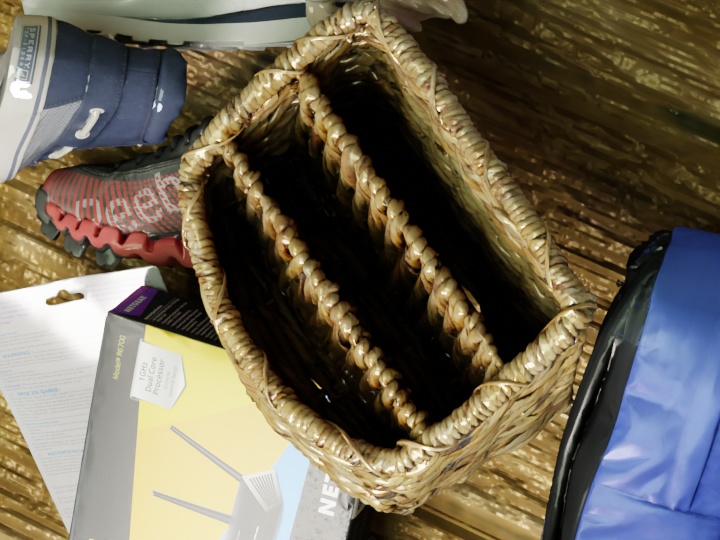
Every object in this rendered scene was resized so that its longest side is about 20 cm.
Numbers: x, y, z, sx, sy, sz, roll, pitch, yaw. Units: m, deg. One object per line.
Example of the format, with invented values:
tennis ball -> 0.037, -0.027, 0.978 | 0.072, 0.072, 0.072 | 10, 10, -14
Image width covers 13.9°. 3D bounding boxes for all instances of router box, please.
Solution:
router box -> -0.070, 0.124, 1.521 | 0.149, 0.051, 0.200 | 17, 114, 14

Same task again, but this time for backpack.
backpack -> 0.178, 0.085, 1.402 | 0.168, 0.163, 0.200 | 11, 102, 2

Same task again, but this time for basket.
basket -> 0.000, 0.000, 1.390 | 0.143, 0.149, 0.200 | -30, 73, -10

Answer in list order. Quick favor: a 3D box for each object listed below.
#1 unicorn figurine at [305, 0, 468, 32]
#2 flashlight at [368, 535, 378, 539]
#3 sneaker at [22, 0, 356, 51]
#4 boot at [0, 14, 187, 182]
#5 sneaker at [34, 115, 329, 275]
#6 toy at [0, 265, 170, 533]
unicorn figurine -> -0.025, -0.201, 1.422 | 0.137, 0.074, 0.200 | -19, 78, 36
flashlight -> -0.067, 0.204, 1.618 | 0.200, 0.068, 0.068 | -29, 107, 26
sneaker -> -0.082, -0.153, 1.518 | 0.200, 0.076, 0.081 | 1, 93, 24
boot -> -0.146, -0.080, 1.534 | 0.090, 0.200, 0.073 | 11, 82, -10
sneaker -> -0.083, -0.042, 1.546 | 0.200, 0.071, 0.098 | 11, 98, 32
toy -> -0.123, 0.080, 1.595 | 0.115, 0.047, 0.200 | -10, 117, 19
